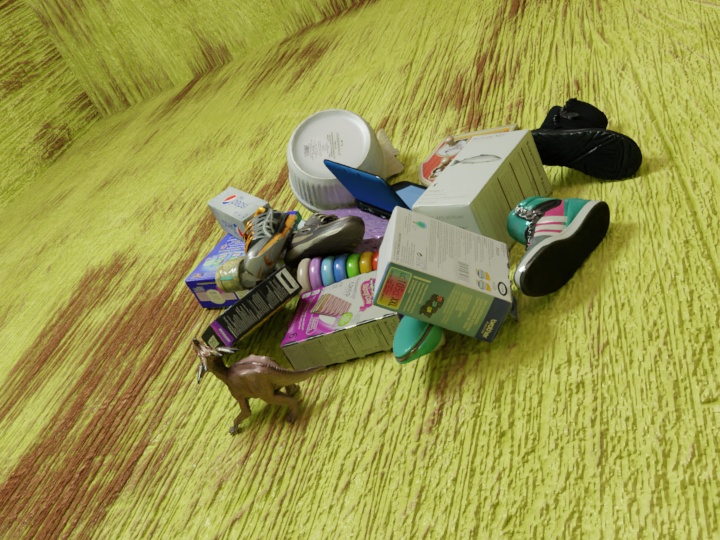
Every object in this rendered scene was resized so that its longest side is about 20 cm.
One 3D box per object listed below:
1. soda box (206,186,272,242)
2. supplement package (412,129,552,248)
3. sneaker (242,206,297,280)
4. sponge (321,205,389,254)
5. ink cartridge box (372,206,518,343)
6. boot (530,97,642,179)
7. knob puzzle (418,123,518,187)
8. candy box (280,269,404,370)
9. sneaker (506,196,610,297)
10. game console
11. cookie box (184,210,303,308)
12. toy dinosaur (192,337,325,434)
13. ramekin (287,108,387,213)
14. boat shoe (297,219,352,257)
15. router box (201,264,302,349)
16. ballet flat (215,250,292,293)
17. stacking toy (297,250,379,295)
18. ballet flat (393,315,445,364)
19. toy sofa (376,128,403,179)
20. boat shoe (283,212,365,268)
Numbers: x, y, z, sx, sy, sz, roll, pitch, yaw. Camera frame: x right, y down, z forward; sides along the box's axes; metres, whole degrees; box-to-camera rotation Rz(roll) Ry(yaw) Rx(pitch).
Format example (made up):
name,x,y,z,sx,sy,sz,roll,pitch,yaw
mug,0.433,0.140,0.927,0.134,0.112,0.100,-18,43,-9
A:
name,x,y,z,sx,sy,sz,roll,pitch,yaw
soda box,-0.221,-0.102,1.510,0.063,0.069,0.199,-37,28,-16
supplement package,0.193,-0.113,1.238,0.116,0.118,0.200,0,39,45
sneaker,-0.166,-0.050,1.339,0.200,0.076,0.079,-68,3,-66
sponge,0.005,-0.077,1.413,0.110,0.030,0.200,-11,22,-17
ink cartridge box,0.122,0.009,1.043,0.197,0.077,0.137,17,36,-5
boot,0.373,-0.220,1.283,0.198,0.078,0.168,12,35,32
knob puzzle,0.188,-0.220,1.520,0.217,0.031,0.221,-23,28,13
candy box,-0.010,0.069,1.190,0.197,0.062,0.137,-17,30,22
sneaker,0.244,-0.041,1.100,0.199,0.085,0.120,-37,32,-31
game console,0.059,-0.152,1.382,0.169,0.120,0.199,-25,29,-25
cookie box,-0.211,-0.022,1.523,0.169,0.076,0.201,-5,36,39
toy dinosaur,-0.155,0.147,1.117,0.197,0.137,0.086,-13,31,28
ramekin,-0.049,-0.214,1.530,0.196,0.105,0.203,-3,64,7
boat shoe,-0.061,-0.033,1.422,0.200,0.068,0.057,36,103,53
router box,-0.179,0.070,1.276,0.149,0.051,0.200,-39,1,-18
ballet flat,-0.166,-0.005,1.394,0.070,0.072,0.199,-4,11,40
stacking toy,0.000,0.000,1.283,0.197,0.086,0.086,-15,30,18
ballet flat,0.093,0.067,1.082,0.067,0.071,0.201,-27,28,28
toy sofa,-0.012,-0.196,1.639,0.199,0.098,0.083,-34,3,-8
boat shoe,-0.066,-0.061,1.319,0.199,0.074,0.075,-22,63,47
